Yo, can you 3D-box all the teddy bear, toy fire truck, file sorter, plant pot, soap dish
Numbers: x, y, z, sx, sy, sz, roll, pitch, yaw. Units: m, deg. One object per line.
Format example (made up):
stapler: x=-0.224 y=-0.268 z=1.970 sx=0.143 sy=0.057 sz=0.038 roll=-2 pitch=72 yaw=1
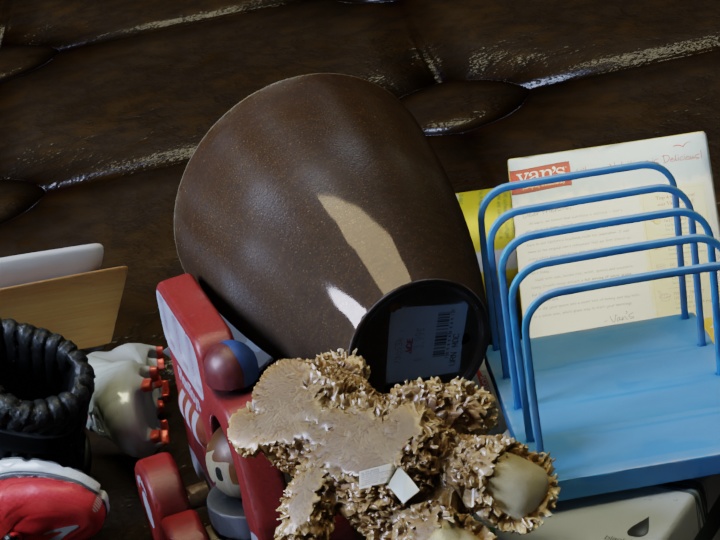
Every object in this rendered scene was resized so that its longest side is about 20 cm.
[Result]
teddy bear: x=0.018 y=0.113 z=1.064 sx=0.198 sy=0.067 sz=0.146 roll=7 pitch=60 yaw=34
toy fire truck: x=-0.082 y=0.108 z=1.208 sx=0.111 sy=0.169 sz=0.200 roll=-16 pitch=24 yaw=-12
file sorter: x=0.146 y=0.028 z=1.139 sx=0.137 sy=0.124 sz=0.200 roll=-10 pitch=21 yaw=-1
plant pot: x=0.000 y=0.000 z=1.229 sx=0.185 sy=0.188 sz=0.200 roll=-18 pitch=32 yaw=-15
soap dish: x=-0.291 y=0.035 z=1.495 sx=0.156 sy=0.082 sz=0.199 roll=-11 pitch=2 yaw=-38

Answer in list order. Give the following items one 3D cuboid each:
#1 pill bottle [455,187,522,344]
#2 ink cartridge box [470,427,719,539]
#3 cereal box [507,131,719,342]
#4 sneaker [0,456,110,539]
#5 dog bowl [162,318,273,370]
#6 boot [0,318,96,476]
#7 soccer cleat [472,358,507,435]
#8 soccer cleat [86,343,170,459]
pill bottle: x=0.130 y=-0.007 z=1.442 sx=0.198 sy=0.115 sz=0.115 roll=-7 pitch=24 yaw=9
ink cartridge box: x=0.126 y=0.157 z=1.110 sx=0.145 sy=0.084 sz=0.200 roll=4 pitch=27 yaw=31
cereal box: x=0.179 y=0.008 z=1.338 sx=0.142 sy=0.040 sz=0.202 roll=-7 pitch=63 yaw=9
sneaker: x=-0.256 y=0.182 z=1.268 sx=0.198 sy=0.077 sz=0.085 roll=-12 pitch=42 yaw=10
dog bowl: x=-0.056 y=0.012 z=1.441 sx=0.200 sy=0.059 sz=0.200 roll=-42 pitch=4 yaw=4
boot: x=-0.278 y=0.096 z=1.298 sx=0.209 sy=0.158 sz=0.080 roll=-4 pitch=64 yaw=-6
soccer cleat: x=0.027 y=0.076 z=1.336 sx=0.068 sy=0.086 sz=0.199 roll=-27 pitch=28 yaw=-32
soccer cleat: x=-0.176 y=0.094 z=1.390 sx=0.077 sy=0.070 sz=0.200 roll=-9 pitch=8 yaw=-4
